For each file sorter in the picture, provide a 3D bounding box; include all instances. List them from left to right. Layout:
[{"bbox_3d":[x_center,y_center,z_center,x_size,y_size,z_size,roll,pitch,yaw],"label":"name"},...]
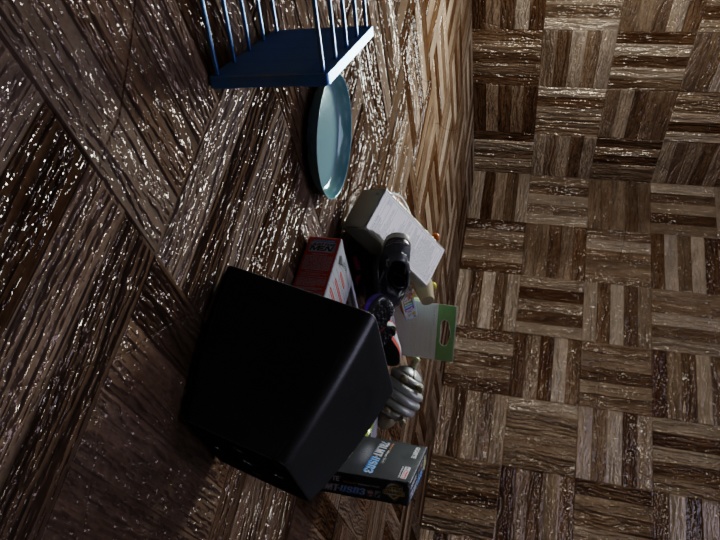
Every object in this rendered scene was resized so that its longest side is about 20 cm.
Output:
[{"bbox_3d":[-0.077,-0.297,0.770,0.201,0.135,0.125,-64,153,-55],"label":"file sorter"}]

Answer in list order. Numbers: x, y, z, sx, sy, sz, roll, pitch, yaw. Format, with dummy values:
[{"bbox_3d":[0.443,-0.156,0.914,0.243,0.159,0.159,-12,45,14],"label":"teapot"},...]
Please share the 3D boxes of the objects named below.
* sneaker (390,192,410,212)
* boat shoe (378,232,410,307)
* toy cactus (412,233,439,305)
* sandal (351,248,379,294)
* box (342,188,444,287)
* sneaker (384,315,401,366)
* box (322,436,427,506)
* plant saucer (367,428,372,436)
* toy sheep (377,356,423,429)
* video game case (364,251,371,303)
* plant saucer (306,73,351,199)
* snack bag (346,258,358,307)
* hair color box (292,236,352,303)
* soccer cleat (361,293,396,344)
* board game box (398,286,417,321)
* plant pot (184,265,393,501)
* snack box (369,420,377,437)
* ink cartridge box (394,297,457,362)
[{"bbox_3d":[0.071,-0.063,1.486,0.070,0.079,0.205,0,75,-39],"label":"sneaker"},{"bbox_3d":[0.059,0.018,1.297,0.202,0.071,0.064,97,-4,-49],"label":"boat shoe"},{"bbox_3d":[0.142,0.005,1.561,0.203,0.099,0.168,88,-8,-50],"label":"toy cactus"},{"bbox_3d":[0.000,0.000,1.325,0.200,0.044,0.077,-144,-126,-74],"label":"sandal"},{"bbox_3d":[0.067,-0.062,1.343,0.200,0.077,0.096,43,69,-32],"label":"box"},{"bbox_3d":[0.065,0.130,1.638,0.204,0.066,0.109,69,29,-42],"label":"sneaker"},{"bbox_3d":[0.016,0.366,1.283,0.200,0.193,0.051,-18,112,-74],"label":"box"},{"bbox_3d":[0.007,0.279,1.541,0.199,0.030,0.206,7,90,-72],"label":"plant saucer"},{"bbox_3d":[0.102,0.313,1.747,0.202,0.136,0.138,-56,162,-3],"label":"toy sheep"},{"bbox_3d":[0.030,-0.037,1.461,0.181,0.025,0.206,-36,130,-88],"label":"video game case"},{"bbox_3d":[-0.052,-0.221,1.129,0.200,0.027,0.206,5,90,-77],"label":"plant saucer"},{"bbox_3d":[-0.005,0.099,1.309,0.202,0.021,0.192,79,-3,-52],"label":"snack bag"},{"bbox_3d":[-0.071,0.060,1.089,0.112,0.062,0.203,76,24,-50],"label":"hair color box"},{"bbox_3d":[0.025,0.085,1.327,0.068,0.073,0.201,-40,158,-10],"label":"soccer cleat"},{"bbox_3d":[0.086,0.022,1.625,0.201,0.034,0.136,71,-6,-62],"label":"board game box"},{"bbox_3d":[-0.092,0.145,0.807,0.180,0.196,0.201,-61,157,-27],"label":"plant pot"},{"bbox_3d":[0.028,0.323,1.677,0.072,0.024,0.206,-38,132,-71],"label":"snack box"},{"bbox_3d":[0.149,0.146,1.747,0.048,0.195,0.150,-21,115,-71],"label":"ink cartridge box"}]
